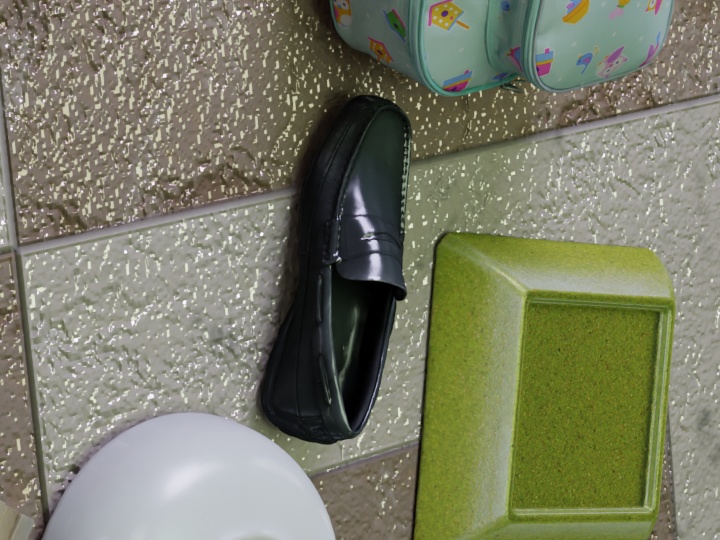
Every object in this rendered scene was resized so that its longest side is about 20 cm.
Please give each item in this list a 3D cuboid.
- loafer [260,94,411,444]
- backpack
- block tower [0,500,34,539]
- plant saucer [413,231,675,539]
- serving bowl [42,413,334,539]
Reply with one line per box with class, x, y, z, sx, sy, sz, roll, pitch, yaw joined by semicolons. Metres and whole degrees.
loafer;0.000;0.000;1.640;0.068;0.070;0.201;19;80;-43
backpack;0.085;-0.185;1.641;0.200;0.153;0.176;-17;132;-33
block tower;-0.248;0.107;1.425;0.200;0.058;0.054;35;71;-41
plant saucer;0.125;0.082;1.783;0.200;0.048;0.200;4;91;-44
serving bowl;-0.081;0.180;1.578;0.200;0.066;0.200;-5;97;-43
